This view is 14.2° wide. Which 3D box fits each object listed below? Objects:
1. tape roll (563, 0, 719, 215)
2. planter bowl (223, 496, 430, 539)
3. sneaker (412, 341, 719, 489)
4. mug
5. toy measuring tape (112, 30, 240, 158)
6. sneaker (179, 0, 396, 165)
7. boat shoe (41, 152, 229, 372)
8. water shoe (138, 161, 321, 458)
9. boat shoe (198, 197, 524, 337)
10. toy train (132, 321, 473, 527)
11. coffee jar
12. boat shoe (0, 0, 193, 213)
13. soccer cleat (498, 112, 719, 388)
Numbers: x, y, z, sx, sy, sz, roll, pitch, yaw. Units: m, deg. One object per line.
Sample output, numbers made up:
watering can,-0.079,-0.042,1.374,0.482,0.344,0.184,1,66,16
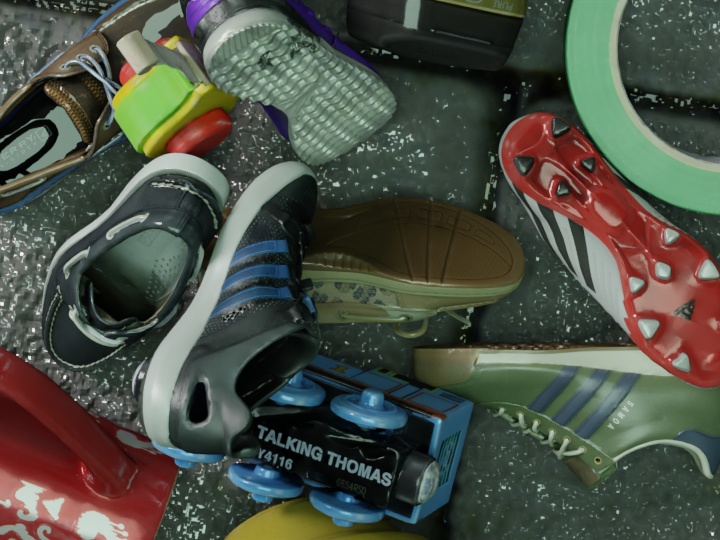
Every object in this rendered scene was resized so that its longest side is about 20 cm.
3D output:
tape roll,0.222,-0.134,1.736,0.200,0.048,0.201,0,98,2
planter bowl,-0.032,0.194,1.747,0.200,0.200,0.084,-26,60,5
sneaker,0.131,0.089,1.756,0.200,0.067,0.090,0,92,-1
mug,-0.216,0.123,1.725,0.200,0.178,0.134,23,82,-6
toy measuring tape,-0.118,-0.099,1.648,0.073,0.200,0.074,0,89,13
sneaker,-0.048,-0.136,1.694,0.070,0.200,0.100,-35,62,8
boat shoe,-0.144,0.008,1.710,0.076,0.060,0.200,26,136,-9
water shoe,-0.053,0.027,1.655,0.079,0.072,0.200,16,59,19
boat shoe,0.000,0.000,1.757,0.200,0.073,0.063,5,135,6
toy train,-0.035,0.090,1.722,0.200,0.114,0.087,18,104,20
coffee jar,0.059,-0.221,1.705,0.104,0.085,0.200,10,98,-28
boat shoe,-0.162,-0.101,1.740,0.200,0.072,0.072,-42,94,6
soccer cleat,0.156,-0.012,1.731,0.069,0.085,0.200,-42,88,-5
